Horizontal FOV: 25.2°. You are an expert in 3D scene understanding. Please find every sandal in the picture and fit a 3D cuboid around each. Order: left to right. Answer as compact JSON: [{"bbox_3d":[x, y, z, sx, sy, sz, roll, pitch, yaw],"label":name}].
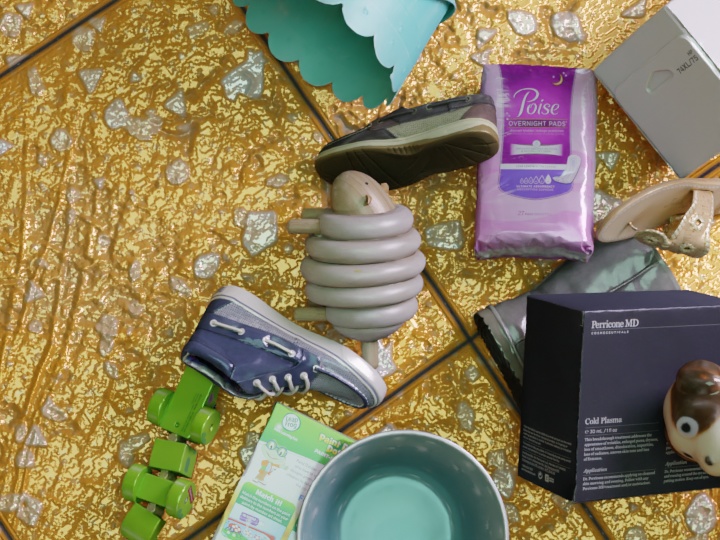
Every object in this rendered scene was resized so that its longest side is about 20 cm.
[{"bbox_3d":[0.335,-0.048,1.607,0.211,0.078,0.070,-17,59,-33],"label":"sandal"}]

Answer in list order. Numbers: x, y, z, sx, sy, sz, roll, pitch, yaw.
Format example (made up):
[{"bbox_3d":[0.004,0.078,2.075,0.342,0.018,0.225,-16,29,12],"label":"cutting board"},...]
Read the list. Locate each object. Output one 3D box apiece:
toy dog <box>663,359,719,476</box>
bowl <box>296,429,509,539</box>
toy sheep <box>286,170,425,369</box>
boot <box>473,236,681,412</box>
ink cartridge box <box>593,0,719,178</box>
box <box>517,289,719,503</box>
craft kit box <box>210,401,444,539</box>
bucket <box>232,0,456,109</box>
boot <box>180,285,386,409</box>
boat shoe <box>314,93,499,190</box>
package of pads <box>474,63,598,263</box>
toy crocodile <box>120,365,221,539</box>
[{"bbox_3d":[0.377,0.125,1.475,0.199,0.140,0.195,-8,55,-10],"label":"toy dog"},{"bbox_3d":[0.037,0.254,1.545,0.199,0.105,0.202,0,84,-3],"label":"bowl"},{"bbox_3d":[0.000,0.000,1.602,0.137,0.138,0.201,-6,106,-3],"label":"toy sheep"},{"bbox_3d":[0.237,0.065,1.640,0.199,0.073,0.183,-26,88,-12],"label":"boot"},{"bbox_3d":[0.367,-0.220,1.597,0.200,0.147,0.146,-38,88,-28],"label":"ink cartridge box"},{"bbox_3d":[0.265,0.117,1.561,0.199,0.104,0.183,-1,99,-26],"label":"box"},{"bbox_3d":[-0.039,0.262,1.613,0.199,0.049,0.198,27,86,0],"label":"craft kit box"},{"bbox_3d":[-0.010,-0.272,1.593,0.207,0.207,0.135,36,76,1],"label":"bucket"},{"bbox_3d":[-0.077,0.103,1.598,0.199,0.073,0.091,29,58,2],"label":"boot"},{"bbox_3d":[0.049,-0.132,1.626,0.200,0.072,0.066,-10,52,28],"label":"boat shoe"},{"bbox_3d":[0.178,-0.107,1.628,0.120,0.076,0.201,2,74,5],"label":"package of pads"},{"bbox_3d":[-0.184,0.182,1.607,0.067,0.062,0.201,15,78,18],"label":"toy crocodile"}]
